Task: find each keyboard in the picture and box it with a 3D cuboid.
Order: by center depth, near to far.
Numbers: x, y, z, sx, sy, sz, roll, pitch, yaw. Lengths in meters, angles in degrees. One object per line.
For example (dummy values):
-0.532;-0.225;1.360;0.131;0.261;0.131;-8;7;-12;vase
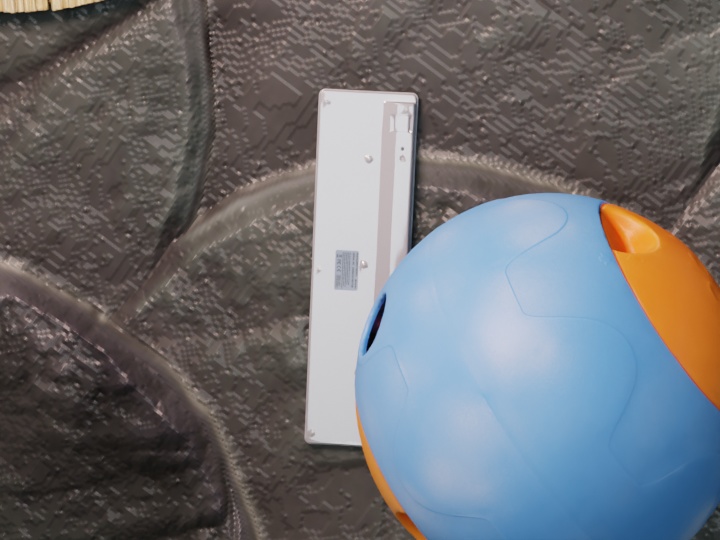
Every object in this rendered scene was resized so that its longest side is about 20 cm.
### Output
0.000;0.000;0.959;0.056;0.011;0.202;4;96;8;keyboard

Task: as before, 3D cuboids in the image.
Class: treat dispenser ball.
0.096;0.062;0.862;0.199;0.201;0.203;0;96;4;treat dispenser ball

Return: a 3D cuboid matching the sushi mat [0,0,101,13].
-0.182;-0.245;0.941;0.095;0.012;0.202;-4;96;2;sushi mat
